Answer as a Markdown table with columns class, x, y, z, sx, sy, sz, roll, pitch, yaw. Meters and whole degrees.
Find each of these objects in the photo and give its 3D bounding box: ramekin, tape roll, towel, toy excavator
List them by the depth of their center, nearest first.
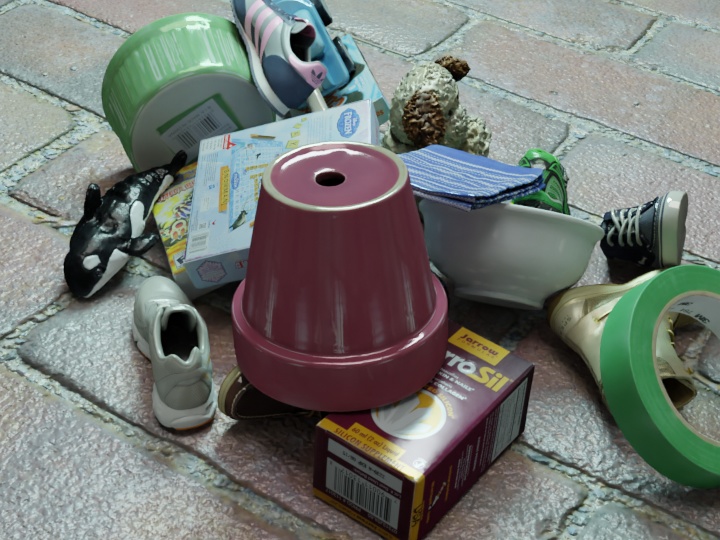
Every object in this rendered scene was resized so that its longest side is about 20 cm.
| class | x | y | z | sx | sy | sz | roll | pitch | yaw |
| --- | --- | --- | --- | --- | --- | --- | --- | --- | --- |
| tape roll | 0.315 | 0.097 | 1.165 | 0.198 | 0.048 | 0.203 | 11 | 65 | -25 |
| towel | 0.089 | -0.097 | 1.252 | 0.143 | 0.024 | 0.199 | 18 | 17 | 25 |
| ramekin | -0.193 | -0.185 | 1.456 | 0.197 | 0.202 | 0.098 | -9 | 45 | -18 |
| toy excavator | -0.066 | -0.235 | 1.490 | 0.099 | 0.196 | 0.200 | -27 | 3 | 10 |

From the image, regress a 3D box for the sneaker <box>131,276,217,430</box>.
| class | x | y | z | sx | sy | sz | roll | pitch | yaw |
| --- | --- | --- | --- | --- | --- | --- | --- | --- | --- |
| sneaker | -0.177 | 0.055 | 1.216 | 0.075 | 0.093 | 0.201 | -8 | 38 | -18 |

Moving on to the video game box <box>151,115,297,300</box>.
| class | x | y | z | sx | sy | sz | roll | pitch | yaw |
| --- | --- | --- | --- | --- | --- | --- | --- | --- | --- |
| video game box | -0.126 | -0.073 | 1.378 | 0.198 | 0.047 | 0.183 | -25 | 38 | -4 |

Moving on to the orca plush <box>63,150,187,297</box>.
| class | x | y | z | sx | sy | sz | roll | pitch | yaw |
| --- | --- | --- | --- | --- | --- | --- | --- | --- | --- |
| orca plush | -0.259 | -0.067 | 1.345 | 0.104 | 0.072 | 0.200 | 20 | 58 | 41 |

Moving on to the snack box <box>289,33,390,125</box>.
| class | x | y | z | sx | sy | sz | roll | pitch | yaw |
| --- | --- | --- | --- | --- | --- | --- | --- | --- | --- |
| snack box | -0.034 | -0.217 | 1.587 | 0.115 | 0.037 | 0.201 | -33 | 34 | 7 |

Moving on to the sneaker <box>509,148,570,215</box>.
| class | x | y | z | sx | sy | sz | roll | pitch | yaw |
| --- | --- | --- | --- | --- | --- | --- | --- | --- | --- |
| sneaker | 0.207 | -0.087 | 1.411 | 0.077 | 0.087 | 0.200 | 11 | -1 | 8 |

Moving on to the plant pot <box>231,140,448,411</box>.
| class | x | y | z | sx | sy | sz | roll | pitch | yaw |
| --- | --- | --- | --- | --- | --- | --- | --- | --- | --- |
| plant pot | -0.019 | -0.005 | 1.112 | 0.197 | 0.181 | 0.201 | -1 | 33 | 1 |

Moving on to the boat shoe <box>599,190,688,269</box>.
| class | x | y | z | sx | sy | sz | roll | pitch | yaw |
| --- | --- | --- | --- | --- | --- | --- | --- | --- | --- |
| boat shoe | 0.301 | -0.041 | 1.356 | 0.091 | 0.200 | 0.076 | 10 | 78 | 16 |

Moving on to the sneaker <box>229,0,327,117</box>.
| class | x | y | z | sx | sy | sz | roll | pitch | yaw |
| --- | --- | --- | --- | --- | --- | --- | --- | --- | --- |
| sneaker | -0.090 | -0.269 | 1.425 | 0.081 | 0.070 | 0.202 | -30 | 61 | 18 |

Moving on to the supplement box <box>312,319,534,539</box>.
| class | x | y | z | sx | sy | sz | roll | pitch | yaw |
| --- | --- | --- | --- | --- | --- | --- | --- | --- | --- |
| supplement box | 0.059 | 0.141 | 1.134 | 0.109 | 0.087 | 0.199 | 26 | 41 | 26 |

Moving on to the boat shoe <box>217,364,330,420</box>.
| class | x | y | z | sx | sy | sz | roll | pitch | yaw |
| --- | --- | --- | --- | --- | --- | --- | --- | --- | --- |
| boat shoe | -0.037 | 0.104 | 1.189 | 0.198 | 0.073 | 0.072 | -13 | 39 | -32 |

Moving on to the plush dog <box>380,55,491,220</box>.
| class | x | y | z | sx | sy | sz | roll | pitch | yaw |
| --- | --- | --- | --- | --- | --- | --- | --- | --- | --- |
| plush dog | 0.074 | -0.161 | 1.468 | 0.158 | 0.174 | 0.201 | 9 | 37 | 6 |

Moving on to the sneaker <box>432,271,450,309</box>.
| class | x | y | z | sx | sy | sz | roll | pitch | yaw |
| --- | --- | --- | --- | --- | --- | --- | --- | --- | --- |
| sneaker | 0.000 | 0.000 | 1.325 | 0.199 | 0.077 | 0.077 | 31 | 39 | 33 |

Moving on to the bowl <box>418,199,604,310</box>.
| class | x | y | z | sx | sy | sz | roll | pitch | yaw |
| --- | --- | --- | --- | --- | --- | --- | --- | --- | --- |
| bowl | 0.150 | -0.012 | 1.314 | 0.198 | 0.092 | 0.201 | 11 | -4 | 1 |

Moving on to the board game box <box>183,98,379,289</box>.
| class | x | y | z | sx | sy | sz | roll | pitch | yaw |
| --- | --- | --- | --- | --- | --- | --- | --- | --- | --- |
| board game box | -0.076 | -0.082 | 1.299 | 0.197 | 0.041 | 0.202 | -12 | 42 | 11 |

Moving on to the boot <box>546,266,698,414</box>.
| class | x | y | z | sx | sy | sz | roll | pitch | yaw |
| --- | --- | --- | --- | --- | --- | --- | --- | --- | --- |
| boot | 0.305 | 0.073 | 1.268 | 0.197 | 0.074 | 0.156 | -7 | 39 | -18 |
